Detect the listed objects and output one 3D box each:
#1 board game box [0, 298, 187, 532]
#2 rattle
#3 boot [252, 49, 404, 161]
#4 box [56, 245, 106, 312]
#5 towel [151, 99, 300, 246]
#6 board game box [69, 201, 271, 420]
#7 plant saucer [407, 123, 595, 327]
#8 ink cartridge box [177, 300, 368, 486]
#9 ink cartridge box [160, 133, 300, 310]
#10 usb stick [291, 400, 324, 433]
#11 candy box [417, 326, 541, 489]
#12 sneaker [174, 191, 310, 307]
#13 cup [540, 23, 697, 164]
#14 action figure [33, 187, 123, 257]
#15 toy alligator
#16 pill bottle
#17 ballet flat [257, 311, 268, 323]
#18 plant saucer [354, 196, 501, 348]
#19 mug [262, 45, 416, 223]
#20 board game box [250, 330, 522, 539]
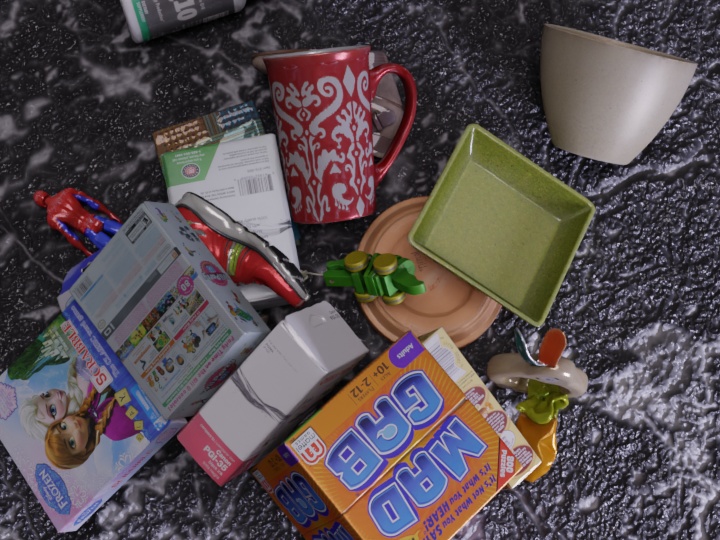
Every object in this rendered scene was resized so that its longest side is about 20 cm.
[{"bbox_3d":[-0.332,0.166,1.633,0.199,0.041,0.201,-44,70,13],"label":"board game box"},{"bbox_3d":[0.203,0.158,1.646,0.129,0.200,0.144,28,78,2],"label":"rattle"},{"bbox_3d":[-0.042,-0.206,1.774,0.197,0.070,0.149,0,90,8],"label":"boot"},{"bbox_3d":[-0.288,0.075,1.669,0.118,0.041,0.202,-29,71,18],"label":"box"},{"bbox_3d":[-0.171,-0.103,1.765,0.145,0.022,0.203,-18,79,-7],"label":"towel"},{"bbox_3d":[-0.218,0.045,1.577,0.148,0.064,0.201,-46,71,19],"label":"board game box"},{"bbox_3d":[0.171,-0.052,1.736,0.199,0.048,0.201,33,62,-6],"label":"plant saucer"},{"bbox_3d":[-0.100,0.141,1.616,0.083,0.146,0.200,47,110,9],"label":"ink cartridge box"},{"bbox_3d":[-0.156,-0.050,1.701,0.144,0.083,0.203,-9,79,-4],"label":"ink cartridge box"},{"bbox_3d":[-0.066,0.181,1.710,0.055,0.033,0.202,-20,81,-14],"label":"usb stick"},{"bbox_3d":[0.123,0.168,1.667,0.055,0.115,0.201,-36,91,-15],"label":"candy box"},{"bbox_3d":[-0.146,-0.008,1.622,0.199,0.077,0.085,35,91,14],"label":"sneaker"},{"bbox_3d":[0.308,-0.217,1.750,0.197,0.200,0.145,14,104,-1],"label":"cup"},{"bbox_3d":[-0.324,-0.048,1.730,0.198,0.052,0.066,30,73,6],"label":"action figure"},{"bbox_3d":[0.000,0.000,1.717,0.198,0.060,0.054,5,40,31],"label":"toy alligator"},{"bbox_3d":[-0.212,-0.373,1.768,0.198,0.113,0.114,-20,81,-7],"label":"pill bottle"},{"bbox_3d":[-0.184,0.129,1.699,0.199,0.068,0.068,-34,86,1],"label":"ballet flat"},{"bbox_3d":[0.089,0.004,1.755,0.197,0.032,0.203,1,78,-4],"label":"plant saucer"},{"bbox_3d":[-0.023,-0.167,1.684,0.175,0.133,0.203,-3,101,14],"label":"mug"},{"bbox_3d":[0.024,0.228,1.597,0.200,0.200,0.200,-40,88,-22],"label":"board game box"}]
